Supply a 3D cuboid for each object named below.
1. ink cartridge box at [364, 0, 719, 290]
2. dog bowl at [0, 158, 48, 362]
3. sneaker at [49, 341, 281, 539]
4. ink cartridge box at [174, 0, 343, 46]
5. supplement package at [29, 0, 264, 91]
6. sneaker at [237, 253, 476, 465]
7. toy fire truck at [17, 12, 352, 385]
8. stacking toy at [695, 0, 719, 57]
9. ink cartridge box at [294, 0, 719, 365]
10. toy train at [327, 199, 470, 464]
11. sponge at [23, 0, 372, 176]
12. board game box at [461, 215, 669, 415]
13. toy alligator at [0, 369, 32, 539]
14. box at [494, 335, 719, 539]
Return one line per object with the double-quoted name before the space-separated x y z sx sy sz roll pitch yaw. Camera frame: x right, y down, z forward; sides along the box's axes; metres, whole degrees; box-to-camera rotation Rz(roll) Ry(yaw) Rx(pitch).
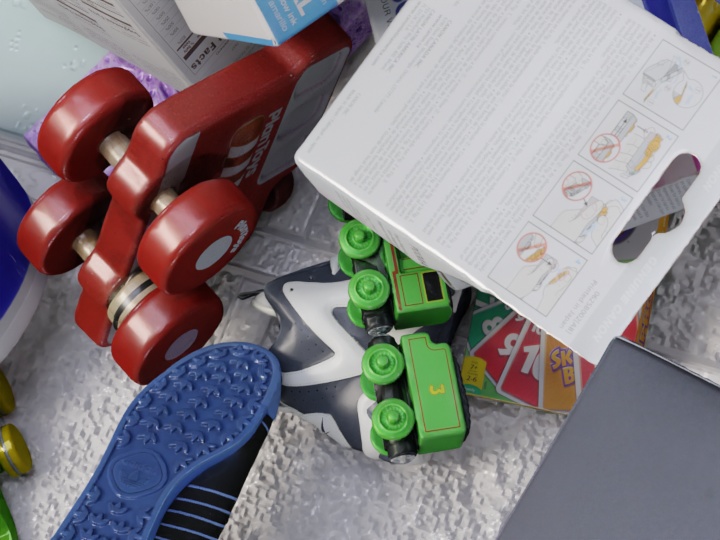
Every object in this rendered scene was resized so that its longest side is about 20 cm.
"ink cartridge box" 0.111 -0.114 1.119 0.199 0.043 0.198 -21 65 13
"dog bowl" -0.284 0.000 1.239 0.198 0.079 0.201 -16 45 16
"sneaker" -0.104 0.126 1.123 0.070 0.078 0.200 22 52 22
"ink cartridge box" -0.017 -0.225 1.118 0.199 0.126 0.128 -35 21 -16
"supplement package" -0.121 -0.213 1.267 0.156 0.111 0.200 -50 43 -9
"sneaker" 0.000 0.000 1.197 0.128 0.080 0.201 13 82 11
"toy fire truck" -0.088 -0.042 1.186 0.167 0.201 0.112 -31 68 -35
"stacking toy" 0.210 -0.132 1.196 0.199 0.110 0.116 37 78 14
"ink cartridge box" 0.088 -0.063 1.061 0.199 0.057 0.163 35 86 22
"toy train" 0.018 0.004 1.131 0.056 0.042 0.202 -8 70 -5
"sponge" -0.098 -0.114 1.299 0.200 0.030 0.111 -45 64 -6
"board game box" 0.119 -0.022 1.174 0.095 0.030 0.202 11 86 19
"toy alligator" -0.240 0.069 1.247 0.059 0.054 0.201 -23 64 4
"box" 0.135 0.169 1.025 0.123 0.199 0.201 27 76 23
